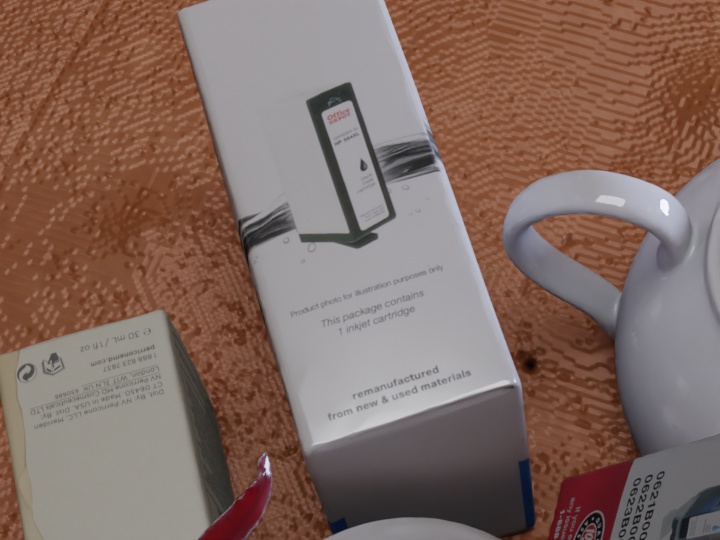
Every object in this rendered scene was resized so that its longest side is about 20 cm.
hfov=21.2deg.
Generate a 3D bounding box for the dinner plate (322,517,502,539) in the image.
[{"bbox_3d":[0.026,0.186,0.664,0.199,0.024,0.201,7,76,-31],"label":"dinner plate"}]

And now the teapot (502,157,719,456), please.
[{"bbox_3d":[0.186,0.014,0.737,0.199,0.146,0.198,-29,63,-8],"label":"teapot"}]

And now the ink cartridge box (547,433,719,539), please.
[{"bbox_3d":[0.161,0.140,0.620,0.144,0.200,0.146,29,62,-21],"label":"ink cartridge box"}]

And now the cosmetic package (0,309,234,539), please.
[{"bbox_3d":[-0.078,0.130,0.731,0.073,0.104,0.201,-15,61,1],"label":"cosmetic package"}]

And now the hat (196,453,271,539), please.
[{"bbox_3d":[-0.117,0.188,0.653,0.175,0.200,0.166,-19,84,-37],"label":"hat"}]

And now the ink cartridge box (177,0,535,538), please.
[{"bbox_3d":[0.000,0.000,0.766,0.084,0.146,0.201,-18,61,-1],"label":"ink cartridge box"}]
